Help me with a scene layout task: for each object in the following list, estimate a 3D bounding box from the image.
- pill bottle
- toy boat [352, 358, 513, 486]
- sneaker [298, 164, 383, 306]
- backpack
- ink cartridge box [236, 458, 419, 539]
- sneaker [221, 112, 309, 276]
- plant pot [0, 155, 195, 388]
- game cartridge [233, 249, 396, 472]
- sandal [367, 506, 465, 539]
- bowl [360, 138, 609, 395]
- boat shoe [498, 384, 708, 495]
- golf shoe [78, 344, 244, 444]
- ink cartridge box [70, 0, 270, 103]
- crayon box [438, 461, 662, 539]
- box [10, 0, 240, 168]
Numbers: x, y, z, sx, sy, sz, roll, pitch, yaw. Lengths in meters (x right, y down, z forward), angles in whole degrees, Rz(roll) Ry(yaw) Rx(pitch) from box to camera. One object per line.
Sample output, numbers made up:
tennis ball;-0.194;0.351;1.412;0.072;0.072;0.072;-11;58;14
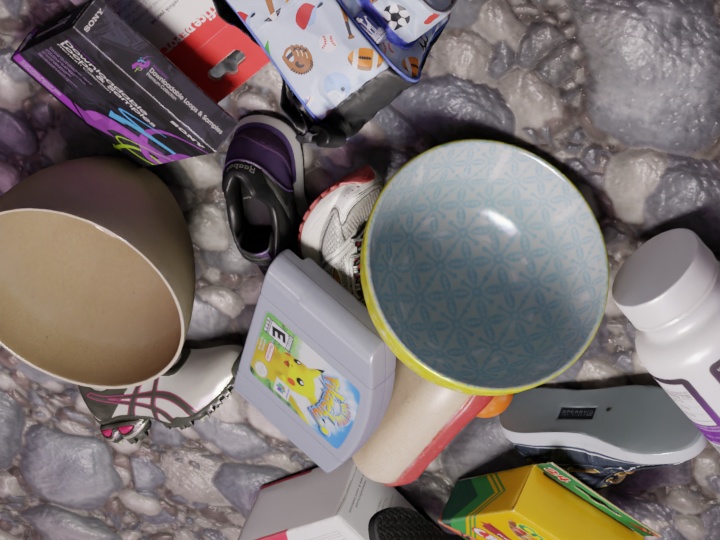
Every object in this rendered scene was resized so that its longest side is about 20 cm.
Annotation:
pill bottle;0.287;0.064;1.450;0.111;0.112;0.200;-24;120;36
toy boat;0.074;0.097;1.578;0.130;0.131;0.200;5;144;-28
sneaker;0.000;0.000;1.503;0.082;0.078;0.201;35;140;29
backpack;-0.024;-0.209;1.262;0.190;0.200;0.154;42;114;-8
ink cartridge box;0.000;0.285;1.790;0.147;0.086;0.200;-22;123;38
sneaker;-0.076;-0.025;1.521;0.075;0.088;0.201;-1;132;21
plant pot;-0.221;-0.018;1.550;0.198;0.135;0.201;10;134;11
game cartridge;-0.036;0.083;1.520;0.133;0.040;0.201;37;145;13
sandal;0.057;0.273;1.715;0.048;0.076;0.200;-16;153;29
bowl;0.085;0.009;1.439;0.199;0.201;0.108;26;158;-5
boat shoe;0.220;0.151;1.583;0.199;0.071;0.091;3;140;39
golf shoe;-0.185;0.100;1.694;0.199;0.077;0.088;-21;115;34
ink cartridge box;-0.149;-0.225;1.372;0.200;0.068;0.116;41;134;-19
crayon box;0.165;0.230;1.643;0.126;0.051;0.200;33;159;-11
box;-0.186;-0.141;1.423;0.143;0.036;0.200;41;163;-18
